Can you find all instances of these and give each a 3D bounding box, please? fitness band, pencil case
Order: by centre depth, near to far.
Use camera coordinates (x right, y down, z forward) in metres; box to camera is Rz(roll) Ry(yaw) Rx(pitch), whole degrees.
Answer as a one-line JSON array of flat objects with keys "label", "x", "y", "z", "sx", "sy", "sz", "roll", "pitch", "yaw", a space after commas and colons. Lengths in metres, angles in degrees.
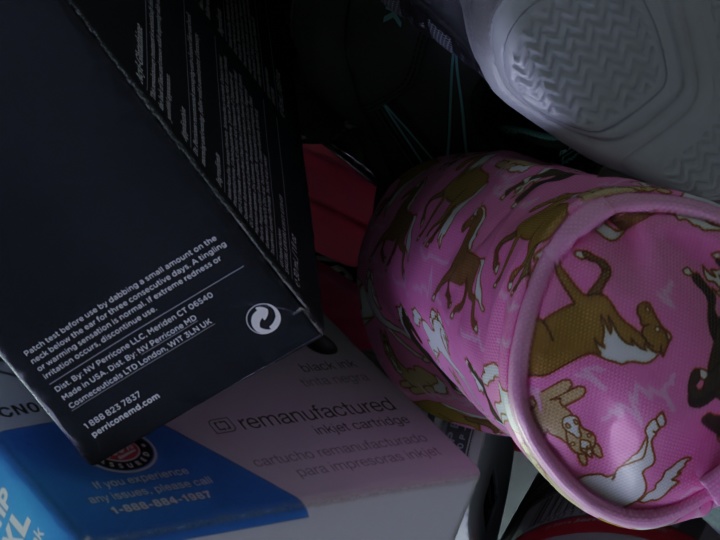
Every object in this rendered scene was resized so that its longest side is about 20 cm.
[{"label": "pencil case", "x": 0.054, "y": 0.014, "z": 0.788, "sx": 0.086, "sy": 0.083, "sz": 0.200, "roll": 17, "pitch": -179, "yaw": -11}, {"label": "fitness band", "x": 0.000, "y": 0.000, "z": 1.033, "sx": 0.200, "sy": 0.038, "sz": 0.144, "roll": 23, "pitch": -162, "yaw": -42}]

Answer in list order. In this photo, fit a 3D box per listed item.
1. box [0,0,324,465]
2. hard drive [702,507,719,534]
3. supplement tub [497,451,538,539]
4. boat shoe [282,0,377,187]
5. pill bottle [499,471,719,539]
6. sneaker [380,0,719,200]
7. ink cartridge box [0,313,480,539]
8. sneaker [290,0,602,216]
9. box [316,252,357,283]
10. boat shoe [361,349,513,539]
[{"label": "box", "x": -0.083, "y": -0.065, "z": 0.804, "sx": 0.141, "sy": 0.079, "sz": 0.200, "roll": 56, "pitch": -167, "yaw": -27}, {"label": "hard drive", "x": 0.185, "y": 0.089, "z": 0.871, "sx": 0.139, "sy": 0.033, "sz": 0.200, "roll": 2, "pitch": 151, "yaw": 40}, {"label": "supplement tub", "x": 0.059, "y": 0.116, "z": 1.201, "sx": 0.144, "sy": 0.145, "sz": 0.200, "roll": 36, "pitch": 163, "yaw": -14}, {"label": "boat shoe", "x": -0.035, "y": -0.073, "z": 0.965, "sx": 0.070, "sy": 0.066, "sz": 0.200, "roll": 15, "pitch": 156, "yaw": 45}, {"label": "pill bottle", "x": 0.103, "y": 0.101, "z": 0.990, "sx": 0.110, "sy": 0.111, "sz": 0.200, "roll": 30, "pitch": -153, "yaw": 5}, {"label": "sneaker", "x": 0.023, "y": -0.092, "z": 0.804, "sx": 0.200, "sy": 0.076, "sz": 0.114, "roll": 40, "pitch": 165, "yaw": -15}, {"label": "ink cartridge box", "x": -0.086, "y": 0.039, "z": 0.862, "sx": 0.144, "sy": 0.085, "sz": 0.200, "roll": -6, "pitch": -142, "yaw": -41}, {"label": "sneaker", "x": 0.042, "y": -0.033, "z": 0.926, "sx": 0.079, "sy": 0.076, "sz": 0.200, "roll": 20, "pitch": 160, "yaw": 30}, {"label": "box", "x": -0.077, "y": 0.038, "z": 1.191, "sx": 0.159, "sy": 0.046, "sz": 0.200, "roll": 43, "pitch": 137, "yaw": 13}, {"label": "boat shoe", "x": 0.010, "y": 0.079, "z": 0.978, "sx": 0.069, "sy": 0.071, "sz": 0.200, "roll": 14, "pitch": 158, "yaw": 8}]
